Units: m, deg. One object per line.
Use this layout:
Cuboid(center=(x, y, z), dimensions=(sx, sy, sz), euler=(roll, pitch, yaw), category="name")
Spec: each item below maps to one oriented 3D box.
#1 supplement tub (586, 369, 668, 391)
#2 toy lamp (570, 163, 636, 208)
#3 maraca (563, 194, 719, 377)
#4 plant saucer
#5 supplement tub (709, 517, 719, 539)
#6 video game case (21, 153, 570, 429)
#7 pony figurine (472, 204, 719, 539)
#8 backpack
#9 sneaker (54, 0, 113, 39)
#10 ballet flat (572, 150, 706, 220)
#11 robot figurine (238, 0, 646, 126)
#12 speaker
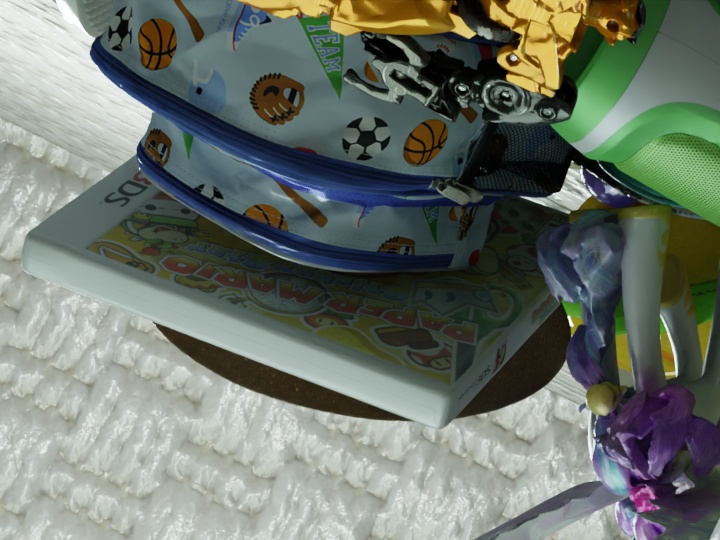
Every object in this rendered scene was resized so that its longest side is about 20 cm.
Cuboid(center=(0.226, 0.069, 1.732), dimensions=(0.145, 0.145, 0.200), euler=(24, 174, 39), category="supplement tub")
Cuboid(center=(0.046, -0.068, 1.456), dimensions=(0.200, 0.058, 0.058), euler=(8, -174, -31), category="toy lamp")
Cuboid(center=(0.163, 0.004, 1.523), dimensions=(0.137, 0.107, 0.200), euler=(-14, -169, -3), category="maraca")
Cuboid(center=(0.000, 0.000, 1.352), dimensions=(0.200, 0.037, 0.200), euler=(8, -151, -5), category="plant saucer")
Cuboid(center=(0.224, 0.038, 1.082), dimensions=(0.145, 0.200, 0.145), euler=(27, 175, 2), category="supplement tub")
Cuboid(center=(-0.016, -0.010, 1.303), dimensions=(0.200, 0.023, 0.182), euler=(20, -150, 17), category="video game case")
Cuboid(center=(0.119, 0.073, 1.229), dimensions=(0.166, 0.200, 0.193), euler=(-2, -179, 34), category="pony figurine")
Cuboid(center=(-0.016, -0.087, 1.244), dimensions=(0.200, 0.154, 0.190), euler=(24, -172, 35), category="backpack")
Cuboid(center=(-0.169, -0.200, 1.513), dimensions=(0.114, 0.073, 0.201), euler=(29, 160, 23), category="sneaker")
Cuboid(center=(0.121, -0.074, 1.367), dimensions=(0.200, 0.074, 0.074), euler=(26, 175, 39), category="ballet flat")
Cuboid(center=(0.012, -0.132, 1.085), dimensions=(0.200, 0.058, 0.145), euler=(23, 134, 1), category="robot figurine")
Cuboid(center=(0.172, -0.045, 1.186), dimensions=(0.200, 0.089, 0.088), euler=(29, 175, -12), category="speaker")
